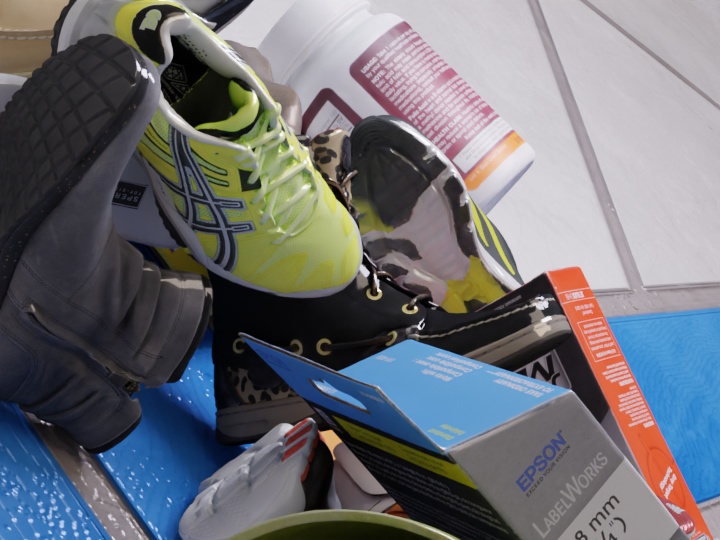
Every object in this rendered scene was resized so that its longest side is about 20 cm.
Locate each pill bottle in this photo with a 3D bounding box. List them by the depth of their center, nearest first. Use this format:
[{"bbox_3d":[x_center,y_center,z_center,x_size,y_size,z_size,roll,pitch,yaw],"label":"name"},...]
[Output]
[{"bbox_3d":[0.022,-0.114,1.451,0.200,0.114,0.114,45,22,4],"label":"pill bottle"}]

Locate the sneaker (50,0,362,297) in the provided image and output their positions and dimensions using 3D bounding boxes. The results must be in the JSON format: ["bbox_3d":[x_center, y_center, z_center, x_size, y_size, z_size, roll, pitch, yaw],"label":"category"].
[{"bbox_3d":[-0.062,-0.051,0.933,0.076,0.076,0.200,11,-27,52],"label":"sneaker"}]

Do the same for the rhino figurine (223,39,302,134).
[{"bbox_3d":[-0.075,-0.084,1.210,0.060,0.087,0.200,48,2,-32],"label":"rhino figurine"}]

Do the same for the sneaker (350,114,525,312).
[{"bbox_3d":[0.047,-0.019,1.254,0.201,0.074,0.085,56,8,-25],"label":"sneaker"}]

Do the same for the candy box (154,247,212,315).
[{"bbox_3d":[-0.123,-0.048,1.165,0.200,0.026,0.102,51,4,18],"label":"candy box"}]

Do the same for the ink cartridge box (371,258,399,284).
[{"bbox_3d":[0.005,0.004,1.262,0.196,0.043,0.201,46,20,-22],"label":"ink cartridge box"}]

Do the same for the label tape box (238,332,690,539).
[{"bbox_3d":[0.055,0.084,0.864,0.200,0.063,0.144,50,-15,-23],"label":"label tape box"}]

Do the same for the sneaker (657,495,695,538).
[{"bbox_3d":[0.088,0.192,1.065,0.198,0.117,0.078,-5,19,-16],"label":"sneaker"}]

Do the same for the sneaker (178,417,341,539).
[{"bbox_3d":[-0.030,0.122,0.930,0.082,0.077,0.200,55,1,-1],"label":"sneaker"}]

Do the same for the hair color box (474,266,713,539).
[{"bbox_3d":[0.123,0.110,1.167,0.061,0.101,0.201,-8,70,-63],"label":"hair color box"}]

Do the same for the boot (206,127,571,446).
[{"bbox_3d":[0.000,0.000,1.037,0.073,0.198,0.152,5,70,-66],"label":"boot"}]

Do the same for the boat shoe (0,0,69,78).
[{"bbox_3d":[-0.207,-0.135,1.005,0.198,0.065,0.072,2,35,10],"label":"boat shoe"}]

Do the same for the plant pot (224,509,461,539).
[{"bbox_3d":[0.011,0.186,0.834,0.187,0.187,0.200,46,6,8],"label":"plant pot"}]

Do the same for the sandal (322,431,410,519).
[{"bbox_3d":[0.015,0.103,1.039,0.078,0.060,0.207,1,18,-20],"label":"sandal"}]

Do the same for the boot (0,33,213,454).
[{"bbox_3d":[-0.118,-0.010,0.907,0.131,0.200,0.070,20,31,-37],"label":"boot"}]

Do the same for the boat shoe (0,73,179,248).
[{"bbox_3d":[-0.148,-0.056,0.968,0.057,0.069,0.199,38,12,37],"label":"boat shoe"}]

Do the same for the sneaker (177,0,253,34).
[{"bbox_3d":[-0.114,-0.144,1.087,0.079,0.130,0.199,40,22,-3],"label":"sneaker"}]
